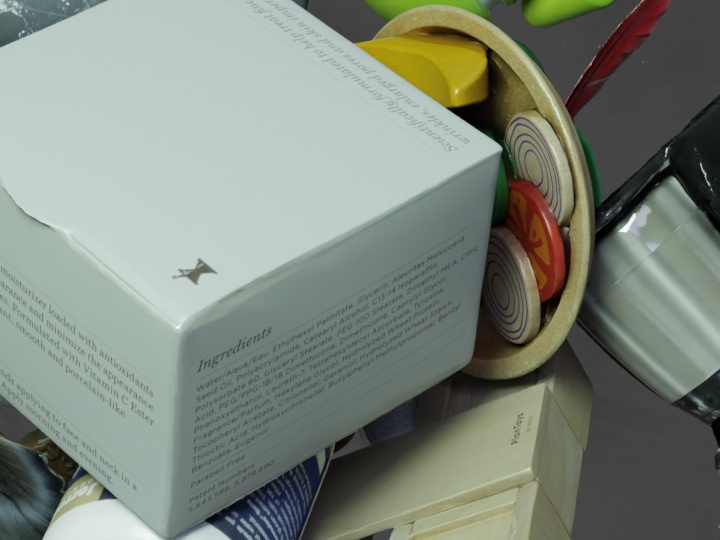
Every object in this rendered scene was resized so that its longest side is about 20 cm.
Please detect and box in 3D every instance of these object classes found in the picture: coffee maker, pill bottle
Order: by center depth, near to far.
[{"bbox_3d":[-0.086,0.125,1.316,0.110,0.111,0.200,12,40,8],"label":"pill bottle"},{"bbox_3d":[0.214,0.014,1.413,0.192,0.135,0.200,-42,89,-5],"label":"coffee maker"}]

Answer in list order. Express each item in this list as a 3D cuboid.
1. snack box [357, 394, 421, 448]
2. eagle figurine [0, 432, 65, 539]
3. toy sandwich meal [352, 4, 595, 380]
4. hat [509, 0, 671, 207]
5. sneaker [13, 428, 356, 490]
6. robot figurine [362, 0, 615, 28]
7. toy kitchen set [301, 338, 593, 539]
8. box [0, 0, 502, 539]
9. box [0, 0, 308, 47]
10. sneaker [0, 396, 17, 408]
[{"bbox_3d":[0.000,0.000,1.514,0.072,0.024,0.201,-22,66,-7],"label":"snack box"},{"bbox_3d":[-0.225,0.049,1.413,0.199,0.152,0.151,6,40,-6],"label":"eagle figurine"},{"bbox_3d":[0.030,-0.034,1.383,0.070,0.205,0.206,-16,62,-35],"label":"toy sandwich meal"},{"bbox_3d":[0.068,-0.092,1.454,0.165,0.176,0.200,28,59,5],"label":"hat"},{"bbox_3d":[-0.089,0.075,1.465,0.199,0.067,0.090,-18,27,15],"label":"sneaker"},{"bbox_3d":[0.067,-0.209,1.543,0.200,0.116,0.176,-42,109,5],"label":"robot figurine"},{"bbox_3d":[0.054,0.174,1.408,0.163,0.181,0.200,-20,28,22],"label":"toy kitchen set"},{"bbox_3d":[-0.075,-0.018,1.299,0.200,0.131,0.199,-28,51,-34],"label":"box"},{"bbox_3d":[-0.123,-0.196,1.496,0.196,0.117,0.201,10,88,-14],"label":"box"},{"bbox_3d":[-0.224,-0.018,1.508,0.086,0.075,0.201,-10,62,8],"label":"sneaker"}]
